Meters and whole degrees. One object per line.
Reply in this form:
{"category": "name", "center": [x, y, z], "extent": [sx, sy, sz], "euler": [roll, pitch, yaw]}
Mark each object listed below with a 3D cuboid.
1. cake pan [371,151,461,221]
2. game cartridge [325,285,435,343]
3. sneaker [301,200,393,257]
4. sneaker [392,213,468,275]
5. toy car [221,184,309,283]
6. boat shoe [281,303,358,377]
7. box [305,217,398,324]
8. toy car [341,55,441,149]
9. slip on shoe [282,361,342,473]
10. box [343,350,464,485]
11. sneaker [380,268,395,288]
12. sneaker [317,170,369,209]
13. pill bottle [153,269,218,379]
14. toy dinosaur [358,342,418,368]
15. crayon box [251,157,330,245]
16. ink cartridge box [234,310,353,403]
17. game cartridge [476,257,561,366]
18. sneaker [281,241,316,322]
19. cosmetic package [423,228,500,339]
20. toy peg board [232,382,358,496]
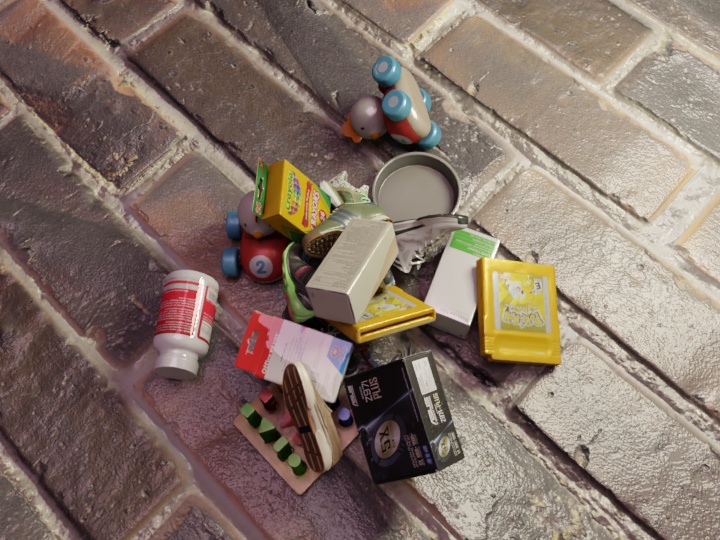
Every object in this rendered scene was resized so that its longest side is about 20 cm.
{"category": "cake pan", "center": [0.124, -0.167, 1.652], "extent": [0.196, 0.037, 0.203], "euler": [-2, 65, 3]}
{"category": "game cartridge", "center": [0.020, 0.073, 1.457], "extent": [0.174, 0.033, 0.199], "euler": [-13, 24, -27]}
{"category": "sneaker", "center": [-0.038, -0.092, 1.527], "extent": [0.197, 0.068, 0.090], "euler": [-17, 48, -20]}
{"category": "sneaker", "center": [0.137, -0.050, 1.535], "extent": [0.198, 0.075, 0.118], "euler": [-8, 87, 35]}
{"category": "toy car", "center": [-0.205, -0.089, 1.548], "extent": [0.181, 0.201, 0.180], "euler": [0, 65, 4]}
{"category": "boat shoe", "center": [-0.079, 0.134, 1.507], "extent": [0.074, 0.062, 0.200], "euler": [-29, 62, -39]}
{"category": "box", "center": [-0.012, -0.003, 1.390], "extent": [0.094, 0.079, 0.201], "euler": [10, 46, 28]}
{"category": "toy car", "center": [0.048, -0.340, 1.685], "extent": [0.198, 0.184, 0.179], "euler": [-26, 63, 24]}
{"category": "slip on shoe", "center": [-0.082, 0.256, 1.340], "extent": [0.060, 0.076, 0.203], "euler": [-18, 89, -41]}
{"category": "box", "center": [0.076, 0.266, 1.354], "extent": [0.085, 0.163, 0.203], "euler": [-8, 78, -47]}
{"category": "sneaker", "center": [0.000, 0.000, 1.525], "extent": [0.086, 0.076, 0.200], "euler": [-30, 27, -15]}
{"category": "sneaker", "center": [-0.007, -0.145, 1.622], "extent": [0.089, 0.077, 0.200], "euler": [-43, 70, -2]}
{"category": "pill bottle", "center": [-0.355, 0.111, 1.514], "extent": [0.110, 0.113, 0.203], "euler": [3, 65, 5]}
{"category": "toy dinosaur", "center": [0.057, 0.224, 1.453], "extent": [0.180, 0.105, 0.202], "euler": [19, 77, 32]}
{"category": "crayon box", "center": [-0.135, -0.133, 1.515], "extent": [0.050, 0.199, 0.129], "euler": [-13, 62, 30]}
{"category": "ink cartridge box", "center": [-0.122, 0.161, 1.402], "extent": [0.197, 0.067, 0.118], "euler": [19, 82, 4]}
{"category": "game cartridge", "center": [0.313, 0.082, 1.480], "extent": [0.173, 0.032, 0.204], "euler": [6, 71, -19]}
{"category": "sneaker", "center": [-0.109, 0.024, 1.464], "extent": [0.082, 0.078, 0.202], "euler": [-7, 45, -10]}
{"category": "cosmetic package", "center": [0.203, 0.023, 1.534], "extent": [0.106, 0.085, 0.202], "euler": [19, 67, 9]}
{"category": "toy peg board", "center": [-0.116, 0.279, 1.429], "extent": [0.200, 0.098, 0.199], "euler": [41, 74, 19]}
